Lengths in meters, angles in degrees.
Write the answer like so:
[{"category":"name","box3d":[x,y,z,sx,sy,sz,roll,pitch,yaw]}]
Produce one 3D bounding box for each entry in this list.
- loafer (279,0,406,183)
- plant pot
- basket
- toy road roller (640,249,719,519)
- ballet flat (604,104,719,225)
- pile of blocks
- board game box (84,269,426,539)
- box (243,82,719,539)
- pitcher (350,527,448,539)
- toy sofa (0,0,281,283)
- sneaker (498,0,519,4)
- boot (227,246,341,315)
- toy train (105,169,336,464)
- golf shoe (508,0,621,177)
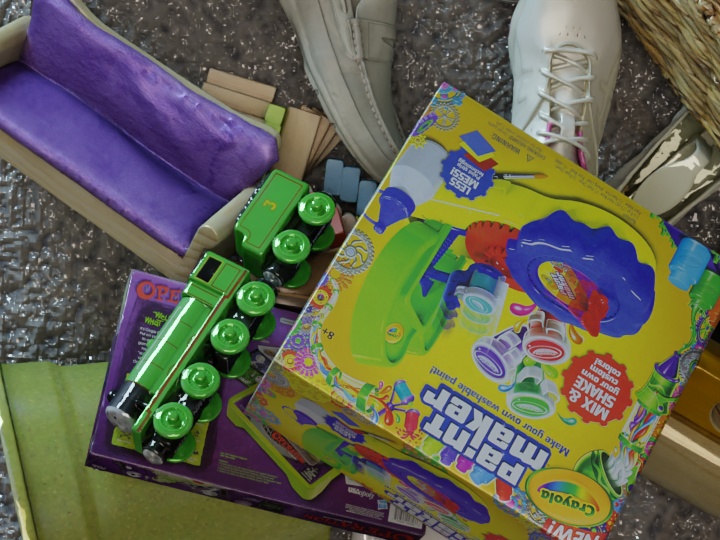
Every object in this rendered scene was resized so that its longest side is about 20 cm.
[{"category":"loafer","box3d":[-0.006,-0.152,1.174,0.069,0.070,0.201,-23,94,10]},{"category":"plant pot","box3d":[-0.121,0.130,1.151,0.183,0.200,0.202,-12,95,-11]},{"category":"basket","box3d":[0.242,-0.181,1.104,0.148,0.143,0.201,-30,70,-5]},{"category":"toy road roller","box3d":[0.253,0.047,1.185,0.122,0.146,0.200,30,131,-3]},{"category":"ballet flat","box3d":[0.224,-0.081,1.185,0.200,0.069,0.069,-44,94,3]},{"category":"pile of blocks","box3d":[-0.030,-0.054,1.186,0.200,0.062,0.082,42,93,-4]},{"category":"board game box","box3d":[-0.051,0.080,1.084,0.199,0.032,0.121,16,65,-10]},{"category":"box","box3d":[0.072,0.041,1.044,0.199,0.122,0.193,31,69,-1]},{"category":"pitcher","box3d":[0.038,0.153,1.169,0.171,0.121,0.201,8,90,-21]},{"category":"toy sofa","box3d":[-0.154,-0.081,1.140,0.200,0.083,0.098,35,123,7]},{"category":"sneaker","box3d":[0.114,-0.269,1.161,0.078,0.079,0.201,8,93,3]},{"category":"boot","box3d":[0.000,0.000,1.144,0.199,0.074,0.076,4,85,-9]},{"category":"toy train","box3d":[-0.079,0.024,1.065,0.056,0.042,0.200,26,61,14]},{"category":"golf shoe","box3d":[0.126,-0.094,1.146,0.075,0.092,0.201,3,114,-6]}]
